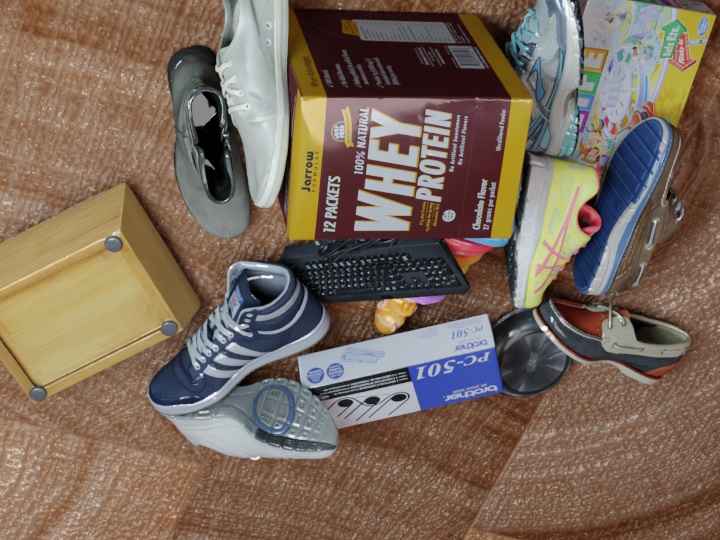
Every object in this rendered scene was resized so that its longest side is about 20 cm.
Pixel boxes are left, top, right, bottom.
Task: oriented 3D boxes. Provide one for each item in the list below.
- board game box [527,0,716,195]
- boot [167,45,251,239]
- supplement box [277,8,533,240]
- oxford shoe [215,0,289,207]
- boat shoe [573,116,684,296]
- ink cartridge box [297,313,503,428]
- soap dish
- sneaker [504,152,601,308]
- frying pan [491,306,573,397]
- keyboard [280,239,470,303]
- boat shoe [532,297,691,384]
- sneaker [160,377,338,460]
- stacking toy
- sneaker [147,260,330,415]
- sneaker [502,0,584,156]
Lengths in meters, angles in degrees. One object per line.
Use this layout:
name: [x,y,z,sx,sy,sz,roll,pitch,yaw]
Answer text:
board game box: [0.248,-0.170,1.461,0.133,0.034,0.202,6,119,-16]
boot: [-0.136,-0.092,1.361,0.067,0.131,0.202,-13,123,-5]
supplement box: [0.024,-0.132,1.335,0.198,0.198,0.134,-1,121,-12]
oxford shoe: [-0.092,-0.153,1.265,0.057,0.075,0.203,-1,88,-22]
boat shoe: [0.274,-0.062,1.477,0.072,0.073,0.201,5,129,-21]
ink cartridge box: [0.043,0.106,1.541,0.198,0.045,0.094,-13,145,4]
soap dish: [-0.272,0.027,1.431,0.198,0.081,0.158,-26,123,4]
sneaker: [0.190,-0.032,1.479,0.089,0.079,0.201,-2,142,-5]
frying pan: [0.150,0.079,1.595,0.189,0.031,0.116,21,112,-27]
keyboard: [0.000,0.000,1.437,0.198,0.040,0.104,-6,130,37]
boat shoe: [0.264,0.064,1.578,0.199,0.072,0.063,22,127,-34]
sneaker: [-0.105,0.155,1.522,0.198,0.075,0.087,11,146,28]
stacking toy: [0.063,-0.009,1.487,0.109,0.117,0.201,14,128,-18]
sneaker: [-0.134,0.062,1.471,0.199,0.070,0.109,-28,144,2]
sneaker: [0.157,-0.182,1.360,0.085,0.078,0.201,-1,133,4]
